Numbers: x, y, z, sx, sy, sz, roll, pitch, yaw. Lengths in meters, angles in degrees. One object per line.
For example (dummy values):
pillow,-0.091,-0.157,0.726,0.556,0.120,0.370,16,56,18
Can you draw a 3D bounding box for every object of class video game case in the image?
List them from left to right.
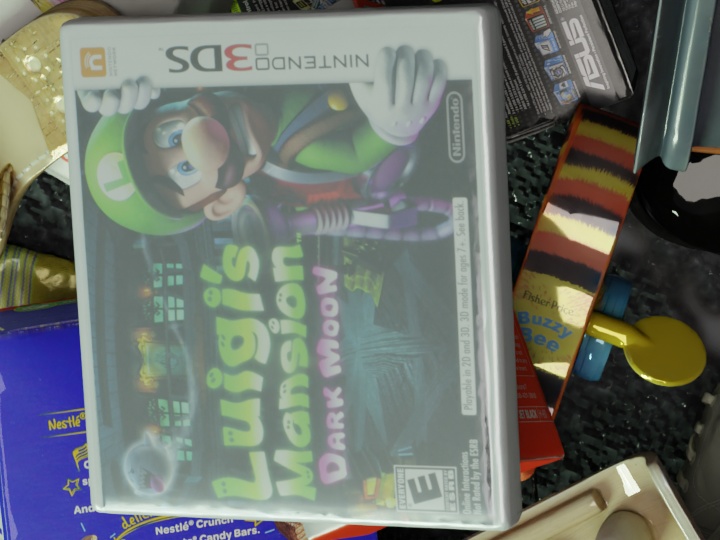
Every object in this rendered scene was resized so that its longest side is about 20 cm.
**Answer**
video game case,-0.029,-0.001,0.998,0.181,0.023,0.201,0,99,22

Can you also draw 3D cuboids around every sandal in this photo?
sandal,-0.177,-0.035,1.074,0.078,0.070,0.212,48,124,-1

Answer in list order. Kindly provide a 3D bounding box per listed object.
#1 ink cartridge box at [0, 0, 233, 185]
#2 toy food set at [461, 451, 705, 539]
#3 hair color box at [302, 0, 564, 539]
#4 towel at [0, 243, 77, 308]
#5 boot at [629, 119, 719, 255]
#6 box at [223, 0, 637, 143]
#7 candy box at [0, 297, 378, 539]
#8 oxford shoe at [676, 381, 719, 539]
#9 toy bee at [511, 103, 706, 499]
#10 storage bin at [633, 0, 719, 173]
ink cartridge box,-0.123,-0.113,1.094,0.116,0.067,0.201,30,123,12
toy food set,0.078,0.180,1.069,0.199,0.060,0.144,-29,95,25
hair color box,0.000,0.000,1.052,0.101,0.061,0.201,-23,78,24
towel,-0.190,0.052,1.207,0.199,0.023,0.144,15,109,4
boot,0.209,-0.027,1.048,0.210,0.158,0.080,0,107,9
box,0.012,-0.143,1.105,0.159,0.044,0.201,-20,102,15
candy box,-0.079,0.108,1.132,0.168,0.077,0.201,-7,101,-17
oxford shoe,0.173,0.081,1.137,0.058,0.075,0.201,35,117,22
toy bee,0.082,0.037,1.091,0.130,0.109,0.201,1,118,15
storage bin,0.184,-0.112,1.001,0.133,0.200,0.146,9,122,6
